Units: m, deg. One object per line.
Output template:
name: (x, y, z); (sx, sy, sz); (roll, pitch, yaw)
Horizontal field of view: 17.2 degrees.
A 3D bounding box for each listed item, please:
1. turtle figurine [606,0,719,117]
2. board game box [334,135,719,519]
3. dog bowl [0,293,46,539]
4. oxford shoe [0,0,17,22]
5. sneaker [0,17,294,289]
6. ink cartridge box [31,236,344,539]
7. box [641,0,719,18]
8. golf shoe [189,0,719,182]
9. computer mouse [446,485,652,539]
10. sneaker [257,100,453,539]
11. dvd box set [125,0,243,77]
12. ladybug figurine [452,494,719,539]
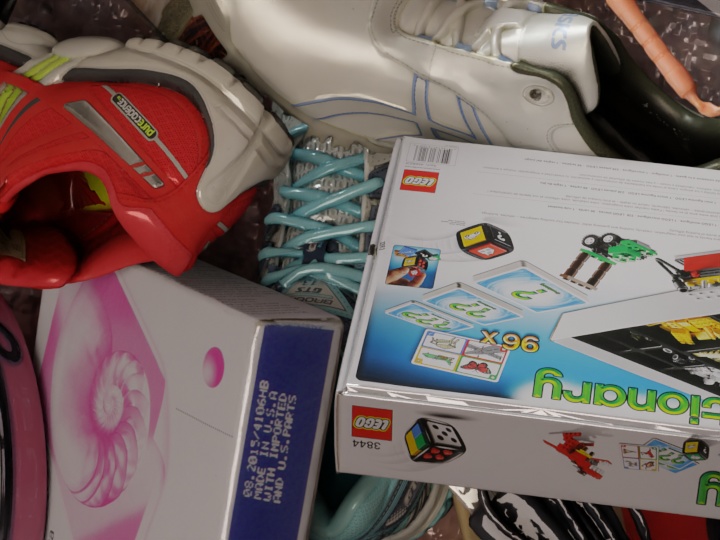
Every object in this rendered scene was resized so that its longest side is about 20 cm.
turtle figurine: (0.135, -0.155, 0.699); (0.160, 0.064, 0.202); (-14, 95, 9)
board game box: (0.099, 0.018, 0.700); (0.198, 0.127, 0.035); (7, 129, 6)
dog bowl: (-0.185, 0.076, 0.872); (0.199, 0.073, 0.202); (-7, 82, 53)
oxford shoe: (-0.100, -0.162, 0.821); (0.073, 0.071, 0.200); (44, 121, 5)
sneaker: (-0.114, -0.034, 0.808); (0.199, 0.085, 0.077); (2, 140, 46)
ink cartridge box: (-0.088, 0.090, 0.834); (0.199, 0.043, 0.198); (19, 103, 53)
box: (0.137, -0.177, 0.754); (0.198, 0.050, 0.200); (14, 100, 7)
golf shoe: (0.040, -0.071, 0.773); (0.199, 0.079, 0.097); (31, 148, -9)
computer mouse: (0.037, 0.148, 0.739); (0.139, 0.053, 0.200); (46, 136, 6)
sneaker: (0.000, 0.000, 0.825); (0.077, 0.086, 0.202); (-4, 94, 21)
dvd box set: (-0.035, -0.186, 0.842); (0.146, 0.029, 0.200); (47, 111, 8)
ladybug figurine: (0.078, 0.088, 0.793); (0.071, 0.136, 0.201); (-17, 118, -10)
